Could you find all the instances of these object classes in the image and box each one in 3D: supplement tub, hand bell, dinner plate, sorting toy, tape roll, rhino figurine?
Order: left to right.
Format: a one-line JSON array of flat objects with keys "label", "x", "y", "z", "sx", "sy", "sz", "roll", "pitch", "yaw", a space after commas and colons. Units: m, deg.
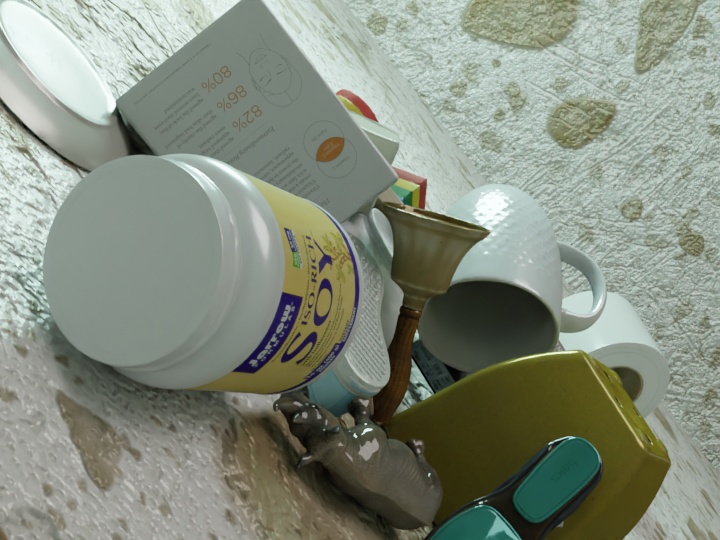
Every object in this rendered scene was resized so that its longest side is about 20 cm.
[{"label": "dinner plate", "x": -0.248, "y": -0.161, "z": 0.911, "sx": 0.200, "sy": 0.024, "sz": 0.200, "roll": 48, "pitch": 15, "yaw": -17}, {"label": "supplement tub", "x": -0.095, "y": 0.006, "z": 0.745, "sx": 0.146, "sy": 0.145, "sz": 0.200, "roll": 58, "pitch": 14, "yaw": 18}, {"label": "sorting toy", "x": -0.006, "y": -0.103, "z": 1.264, "sx": 0.200, "sy": 0.070, "sz": 0.199, "roll": 52, "pitch": -20, "yaw": -8}, {"label": "rhino figurine", "x": -0.002, "y": 0.144, "z": 0.898, "sx": 0.200, "sy": 0.060, "sz": 0.088, "roll": 39, "pitch": 17, "yaw": -42}, {"label": "hand bell", "x": 0.046, "y": 0.046, "z": 1.066, "sx": 0.104, "sy": 0.201, "sz": 0.104, "roll": 14, "pitch": 7, "yaw": -2}, {"label": "tape roll", "x": 0.386, "y": 0.153, "z": 1.871, "sx": 0.203, "sy": 0.202, "sz": 0.139, "roll": 44, "pitch": 16, "yaw": -34}]

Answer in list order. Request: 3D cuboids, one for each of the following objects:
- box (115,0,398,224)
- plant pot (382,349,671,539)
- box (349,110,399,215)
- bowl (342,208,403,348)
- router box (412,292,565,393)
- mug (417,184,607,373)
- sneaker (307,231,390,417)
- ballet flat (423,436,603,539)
[{"label": "box", "x": -0.090, "y": -0.113, "z": 1.000, "sx": 0.200, "sy": 0.152, "sz": 0.106, "roll": 52, "pitch": -2, "yaw": -10}, {"label": "plant pot", "x": 0.178, "y": 0.184, "z": 1.102, "sx": 0.196, "sy": 0.200, "sz": 0.194, "roll": 59, "pitch": 15, "yaw": 27}, {"label": "box", "x": -0.066, "y": -0.132, "z": 1.109, "sx": 0.199, "sy": 0.082, "sz": 0.068, "roll": 24, "pitch": 16, "yaw": -6}, {"label": "bowl", "x": 0.000, "y": 0.000, "z": 1.151, "sx": 0.201, "sy": 0.090, "sz": 0.201, "roll": 54, "pitch": 14, "yaw": -21}, {"label": "router box", "x": 0.167, "y": 0.127, "z": 1.297, "sx": 0.157, "sy": 0.052, "sz": 0.201, "roll": -32, "pitch": 90, "yaw": -33}, {"label": "mug", "x": 0.166, "y": 0.005, "z": 1.218, "sx": 0.199, "sy": 0.148, "sz": 0.176, "roll": 15, "pitch": 46, "yaw": -3}, {"label": "sneaker", "x": -0.028, "y": 0.044, "z": 1.003, "sx": 0.074, "sy": 0.082, "sz": 0.201, "roll": 33, "pitch": 32, "yaw": -26}, {"label": "ballet flat", "x": 0.122, "y": 0.213, "z": 0.954, "sx": 0.073, "sy": 0.200, "sz": 0.073, "roll": 46, "pitch": -23, "yaw": 26}]
